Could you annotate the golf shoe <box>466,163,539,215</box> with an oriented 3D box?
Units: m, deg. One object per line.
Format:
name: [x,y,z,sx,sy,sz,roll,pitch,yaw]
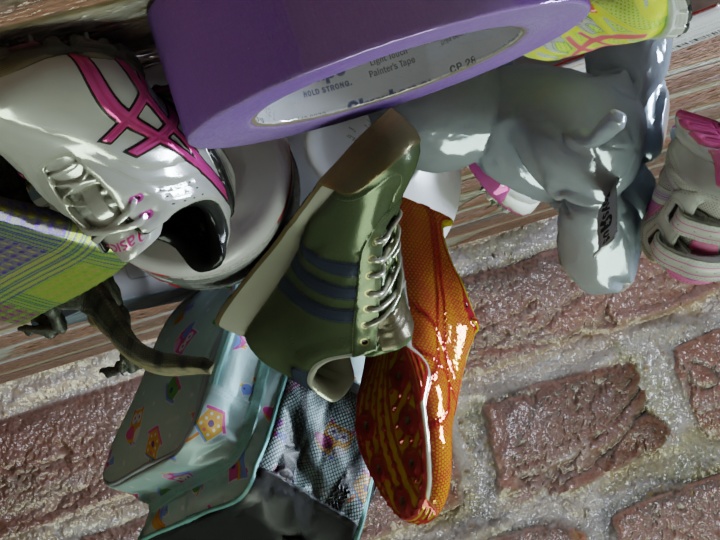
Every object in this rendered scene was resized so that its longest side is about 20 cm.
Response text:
golf shoe: [0.131,-0.090,1.517,0.091,0.075,0.200,-37,172,25]

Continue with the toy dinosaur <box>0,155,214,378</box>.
toy dinosaur: [-0.149,0.016,1.250,0.047,0.200,0.088,-32,151,-27]

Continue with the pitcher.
pitcher: [-0.015,-0.058,1.534,0.121,0.171,0.200,-53,166,-17]

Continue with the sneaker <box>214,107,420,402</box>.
sneaker: [0.000,0.000,1.228,0.067,0.090,0.200,-44,176,-42]

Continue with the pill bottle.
pill bottle: [-0.091,-0.047,1.292,0.114,0.114,0.200,-18,176,-1]

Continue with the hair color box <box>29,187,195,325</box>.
hair color box: [-0.138,-0.028,1.448,0.061,0.099,0.200,-22,175,32]

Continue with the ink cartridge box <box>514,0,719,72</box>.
ink cartridge box: [0.142,-0.148,1.469,0.199,0.045,0.176,-20,177,16]

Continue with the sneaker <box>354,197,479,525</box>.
sneaker: [0.038,0.046,1.300,0.077,0.201,0.073,12,152,-29]

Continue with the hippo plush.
hippo plush: [0.085,-0.070,1.321,0.160,0.160,0.200,9,-150,13]

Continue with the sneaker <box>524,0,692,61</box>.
sneaker: [0.105,-0.141,1.169,0.090,0.078,0.200,-15,176,-10]

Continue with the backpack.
backpack: [-0.057,0.083,1.431,0.176,0.153,0.200,-34,-156,56]

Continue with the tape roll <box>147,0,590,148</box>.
tape roll: [0.004,-0.119,1.080,0.199,0.066,0.200,-17,176,-1]

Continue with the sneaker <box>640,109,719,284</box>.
sneaker: [0.199,-0.034,1.273,0.081,0.089,0.200,16,180,7]

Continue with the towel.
towel: [-0.224,-0.021,1.153,0.200,0.023,0.143,17,154,-33]

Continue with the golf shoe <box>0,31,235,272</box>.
golf shoe: [-0.119,-0.054,1.092,0.072,0.092,0.200,-22,160,27]
